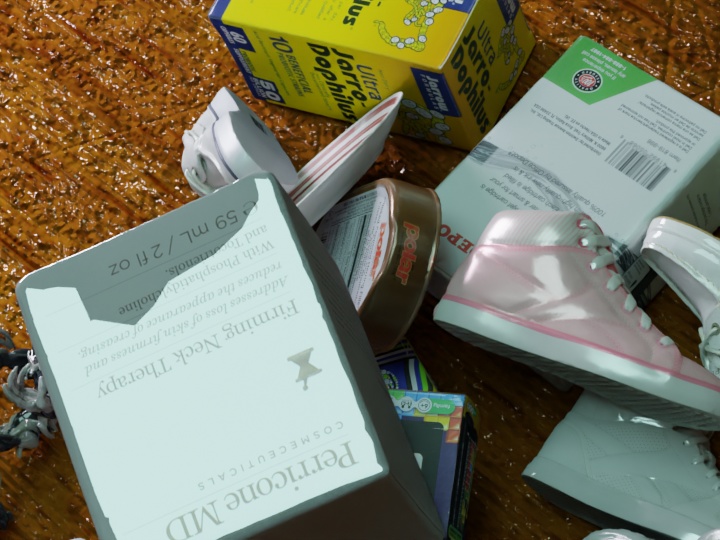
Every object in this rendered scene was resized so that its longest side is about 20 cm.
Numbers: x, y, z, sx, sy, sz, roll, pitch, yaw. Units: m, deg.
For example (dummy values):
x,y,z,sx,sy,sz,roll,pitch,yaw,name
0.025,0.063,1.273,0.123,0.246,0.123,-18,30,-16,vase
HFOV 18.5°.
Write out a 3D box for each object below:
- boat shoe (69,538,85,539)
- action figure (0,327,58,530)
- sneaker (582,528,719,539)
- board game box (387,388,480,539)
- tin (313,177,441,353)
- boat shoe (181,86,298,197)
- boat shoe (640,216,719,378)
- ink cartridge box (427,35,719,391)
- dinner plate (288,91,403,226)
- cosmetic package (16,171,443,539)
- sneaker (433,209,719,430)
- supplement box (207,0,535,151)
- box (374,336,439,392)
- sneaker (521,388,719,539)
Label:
x,y,z,sx,sy,sz,roll,pitch,yaw,name
-0.251,0.253,1.482,0.200,0.074,0.067,-30,27,1,boat shoe
-0.245,0.086,1.554,0.119,0.102,0.200,17,68,41,action figure
0.169,0.207,1.298,0.200,0.078,0.099,-18,27,45,sneaker
-0.034,0.155,1.383,0.199,0.057,0.166,4,72,15,board game box
0.000,0.000,1.473,0.042,0.200,0.112,13,80,-17,tin
-0.096,-0.079,1.577,0.066,0.072,0.200,-45,21,6,boat shoe
0.245,0.047,1.389,0.200,0.071,0.069,42,81,16,boat shoe
0.144,-0.039,1.497,0.200,0.083,0.147,-45,55,-10,ink cartridge box
-0.039,-0.050,1.537,0.024,0.200,0.200,46,79,-8,dinner plate
-0.073,0.084,1.290,0.167,0.166,0.200,-24,67,4,cosmetic package
0.152,0.022,1.369,0.200,0.075,0.105,22,78,23,sneaker
0.009,-0.177,1.616,0.200,0.109,0.110,15,65,28,supplement box
-0.034,0.130,1.464,0.200,0.070,0.064,-31,58,0,box
0.210,0.123,1.379,0.200,0.074,0.116,25,73,32,sneaker
